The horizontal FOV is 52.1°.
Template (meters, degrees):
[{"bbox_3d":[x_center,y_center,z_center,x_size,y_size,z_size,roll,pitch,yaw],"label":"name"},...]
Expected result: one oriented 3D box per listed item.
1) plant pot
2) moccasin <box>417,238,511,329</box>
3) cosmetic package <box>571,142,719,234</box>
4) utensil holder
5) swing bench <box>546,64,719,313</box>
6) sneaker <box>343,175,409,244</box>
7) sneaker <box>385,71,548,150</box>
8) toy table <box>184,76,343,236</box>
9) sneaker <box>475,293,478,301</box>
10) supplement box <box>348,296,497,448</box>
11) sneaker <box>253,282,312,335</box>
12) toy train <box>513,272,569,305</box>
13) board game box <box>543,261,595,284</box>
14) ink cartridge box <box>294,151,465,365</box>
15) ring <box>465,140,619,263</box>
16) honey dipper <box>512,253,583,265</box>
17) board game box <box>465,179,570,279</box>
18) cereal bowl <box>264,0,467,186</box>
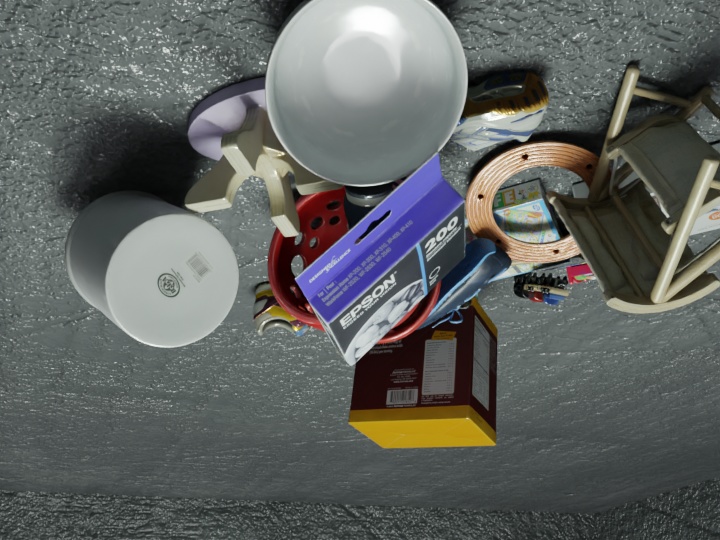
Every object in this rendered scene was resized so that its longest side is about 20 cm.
[{"bbox_3d":[0.000,0.000,1.009,0.200,0.201,0.182,-16,154,22],"label":"plant pot"},{"bbox_3d":[0.136,0.035,1.060,0.068,0.081,0.200,22,139,-30],"label":"moccasin"},{"bbox_3d":[0.414,-0.092,1.031,0.199,0.052,0.151,-16,152,23],"label":"cosmetic package"},{"bbox_3d":[-0.262,-0.005,0.913,0.169,0.171,0.200,18,-178,-33],"label":"utensil holder"},{"bbox_3d":[0.335,-0.085,0.826,0.129,0.199,0.200,9,130,-19],"label":"swing bench"},{"bbox_3d":[0.024,-0.088,0.858,0.070,0.200,0.082,9,117,17],"label":"sneaker"},{"bbox_3d":[0.111,-0.167,0.838,0.199,0.076,0.088,-2,152,0],"label":"sneaker"},{"bbox_3d":[-0.106,-0.133,0.838,0.199,0.118,0.184,-15,149,23],"label":"toy table"},{"bbox_3d":[0.120,0.039,1.214,0.139,0.078,0.200,-6,151,5],"label":"sneaker"},{"bbox_3d":[0.104,0.163,1.169,0.196,0.201,0.133,-8,148,26],"label":"supplement box"},{"bbox_3d":[-0.080,0.066,1.231,0.199,0.091,0.075,-6,151,7],"label":"sneaker"},{"bbox_3d":[0.279,0.028,1.156,0.034,0.046,0.200,12,179,-5],"label":"toy train"},{"bbox_3d":[0.367,0.002,1.102,0.157,0.039,0.200,-10,177,-2],"label":"board game box"},{"bbox_3d":[0.033,-0.004,0.798,0.198,0.043,0.200,-43,155,-10],"label":"ink cartridge box"},{"bbox_3d":[0.241,-0.090,0.982,0.199,0.019,0.201,4,133,4],"label":"ring"},{"bbox_3d":[0.249,-0.014,1.099,0.199,0.038,0.038,-5,152,1],"label":"honey dipper"},{"bbox_3d":[0.226,-0.053,1.099,0.134,0.034,0.200,-15,149,20],"label":"board game box"},{"bbox_3d":[0.003,-0.191,0.738,0.199,0.083,0.201,-3,120,-5],"label":"cereal bowl"}]
